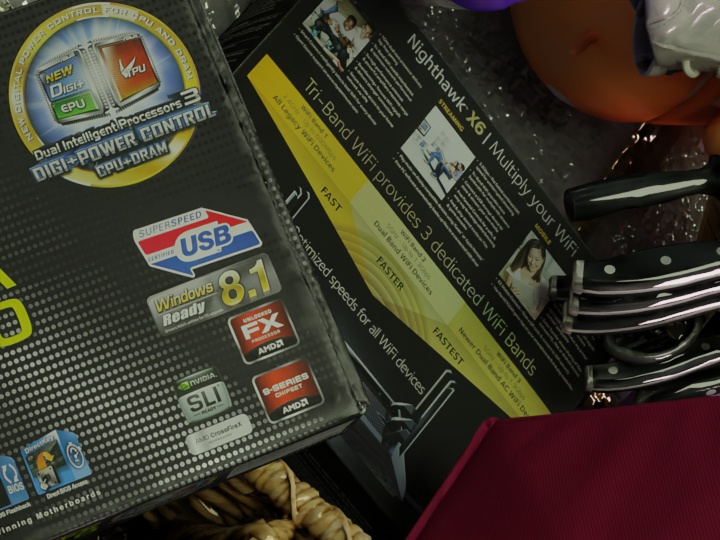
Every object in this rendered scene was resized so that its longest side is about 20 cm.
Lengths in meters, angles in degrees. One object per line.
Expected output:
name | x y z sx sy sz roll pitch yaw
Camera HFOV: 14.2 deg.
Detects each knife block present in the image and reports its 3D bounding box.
knife block | 0.173 -0.017 1.098 0.176 0.200 0.064 25 37 -46

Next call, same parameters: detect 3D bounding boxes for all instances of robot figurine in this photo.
robot figurine | 0.144 -0.119 1.211 0.200 0.117 0.144 -2 98 -39

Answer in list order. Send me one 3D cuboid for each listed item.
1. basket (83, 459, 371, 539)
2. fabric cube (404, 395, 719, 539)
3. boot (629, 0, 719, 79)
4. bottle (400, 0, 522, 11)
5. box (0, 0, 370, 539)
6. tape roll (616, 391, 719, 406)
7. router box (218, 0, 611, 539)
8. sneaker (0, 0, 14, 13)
basket | -0.109 0.120 0.942 0.200 0.149 0.143 -41 105 -35
fabric cube | 0.109 0.175 0.953 0.196 0.199 0.200 46 62 -21
boot | 0.149 -0.098 1.110 0.096 0.074 0.200 -27 130 1
bottle | 0.039 -0.138 1.077 0.065 0.200 0.084 -39 105 -10
box | -0.119 0.010 0.897 0.200 0.044 0.160 -21 83 -13
tape roll | 0.189 0.116 1.183 0.200 0.066 0.200 22 47 -25
router box | 0.000 0.000 1.112 0.200 0.052 0.157 52 54 -17
sneaker | -0.094 -0.030 0.966 0.077 0.089 0.200 -37 64 -28
